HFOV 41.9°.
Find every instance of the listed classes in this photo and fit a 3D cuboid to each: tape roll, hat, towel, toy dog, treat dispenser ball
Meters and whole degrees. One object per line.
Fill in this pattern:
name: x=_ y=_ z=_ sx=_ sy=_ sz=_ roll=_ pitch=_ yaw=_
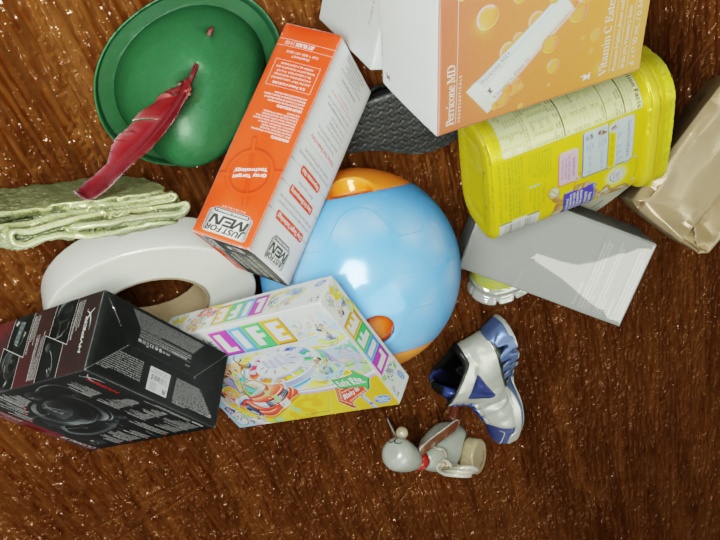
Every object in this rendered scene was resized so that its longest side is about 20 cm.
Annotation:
tape roll: x=-0.199 y=0.022 z=0.896 sx=0.201 sy=0.037 sz=0.203 roll=-15 pitch=150 yaw=-9
hat: x=-0.123 y=-0.113 z=0.770 sx=0.199 sy=0.176 sz=0.166 roll=-35 pitch=136 yaw=-2
towel: x=-0.231 y=-0.047 z=0.754 sx=0.147 sy=0.200 sz=0.037 roll=-9 pitch=103 yaw=-26
toy dog: x=0.101 y=0.223 z=1.268 sx=0.131 sy=0.097 sz=0.200 roll=2 pitch=170 yaw=11
treat dispenser ball: x=0.000 y=0.000 z=0.933 sx=0.200 sy=0.201 sz=0.202 roll=-18 pitch=134 yaw=-20

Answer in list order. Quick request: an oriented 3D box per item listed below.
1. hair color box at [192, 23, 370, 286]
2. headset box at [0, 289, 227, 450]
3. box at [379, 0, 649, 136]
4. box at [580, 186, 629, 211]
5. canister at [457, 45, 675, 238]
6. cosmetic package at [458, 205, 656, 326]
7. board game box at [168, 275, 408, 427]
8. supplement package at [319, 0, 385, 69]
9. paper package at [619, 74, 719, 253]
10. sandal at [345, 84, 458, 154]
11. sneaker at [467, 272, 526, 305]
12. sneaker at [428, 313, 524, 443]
hair color box: x=-0.064 y=-0.100 z=0.824 sx=0.201 sy=0.061 sz=0.102 roll=-68 pitch=159 yaw=-12
headset box: x=-0.245 y=0.099 z=0.854 sx=0.199 sy=0.078 sz=0.149 roll=-15 pitch=145 yaw=36
box: x=0.123 y=-0.208 z=0.749 sx=0.199 sy=0.098 sz=0.125 roll=-21 pitch=135 yaw=-17
box: x=0.240 y=-0.154 z=1.058 sx=0.082 sy=0.068 sz=0.200 roll=-37 pitch=138 yaw=1
canister: x=0.204 y=-0.127 z=0.948 sx=0.199 sy=0.087 sz=0.149 roll=-21 pitch=137 yaw=-9
cosmetic package: x=0.215 y=-0.026 z=1.061 sx=0.199 sy=0.090 sz=0.107 roll=23 pitch=105 yaw=-1
board game box: x=-0.073 y=0.082 z=0.873 sx=0.199 sy=0.034 sz=0.135 roll=-15 pitch=126 yaw=35
supplement package: x=0.082 y=-0.252 z=0.836 sx=0.199 sy=0.110 sz=0.114 roll=-7 pitch=130 yaw=-29
paper package: x=0.399 y=-0.125 z=1.080 sx=0.191 sy=0.103 sz=0.200 roll=-54 pitch=174 yaw=11
sandal: x=0.009 y=-0.152 z=0.933 sx=0.198 sy=0.045 sz=0.076 roll=-8 pitch=126 yaw=-9
sneaker: x=0.224 y=-0.028 z=1.150 sx=0.199 sy=0.078 sz=0.091 roll=-23 pitch=133 yaw=-15
sneaker: x=0.151 y=0.156 z=1.269 sx=0.114 sy=0.081 sz=0.200 roll=-21 pitch=128 yaw=-12
